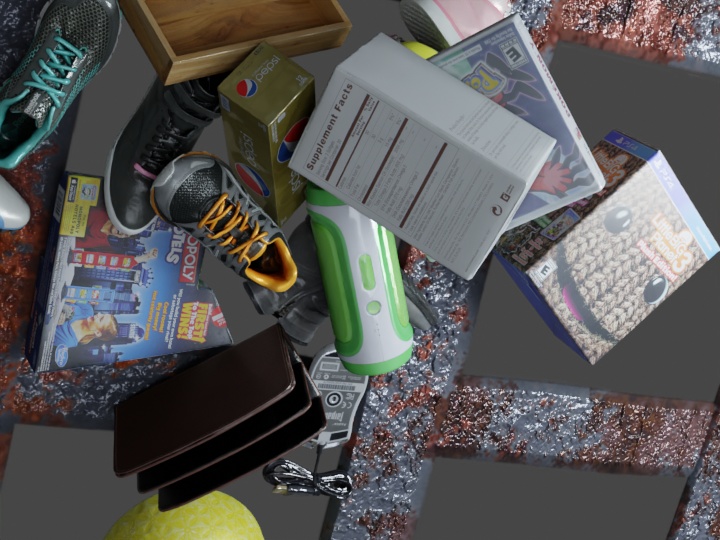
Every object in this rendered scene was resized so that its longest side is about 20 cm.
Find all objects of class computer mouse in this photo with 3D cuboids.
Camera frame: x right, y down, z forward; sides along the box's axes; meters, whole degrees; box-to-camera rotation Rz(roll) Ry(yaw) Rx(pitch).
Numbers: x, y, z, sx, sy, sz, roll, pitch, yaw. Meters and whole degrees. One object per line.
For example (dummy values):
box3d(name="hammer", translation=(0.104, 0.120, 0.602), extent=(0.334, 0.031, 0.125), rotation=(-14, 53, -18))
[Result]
box3d(name="computer mouse", translation=(-0.040, 0.161, 1.484), extent=(0.109, 0.044, 0.202), rotation=(8, 112, -20))

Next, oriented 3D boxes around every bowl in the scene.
box3d(name="bowl", translation=(-0.184, 0.350, 1.457), extent=(0.198, 0.108, 0.202), rotation=(-8, 112, -19))

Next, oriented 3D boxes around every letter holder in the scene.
box3d(name="letter holder", translation=(-0.140, 0.166, 1.361), extent=(0.199, 0.142, 0.101), rotation=(-27, 115, 3))

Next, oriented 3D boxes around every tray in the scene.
box3d(name="tray", translation=(-0.115, -0.237, 1.241), extent=(0.199, 0.099, 0.037), rotation=(-19, 159, -34))

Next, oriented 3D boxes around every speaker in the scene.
box3d(name="speaker", translation=(0.000, 0.000, 1.346), extent=(0.088, 0.088, 0.202), rotation=(-17, 113, -15))

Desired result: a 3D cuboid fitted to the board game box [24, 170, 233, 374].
box3d(name="board game box", translation=(-0.217, 0.008, 1.341), extent=(0.198, 0.062, 0.202), rotation=(7, 104, -27))

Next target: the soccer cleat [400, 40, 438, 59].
box3d(name="soccer cleat", translation=(0.103, -0.144, 1.322), extent=(0.065, 0.084, 0.201), rotation=(-41, 112, -10))

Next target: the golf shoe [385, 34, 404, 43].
box3d(name="golf shoe", translation=(0.058, -0.147, 1.398), extent=(0.091, 0.075, 0.200), rotation=(-37, 111, 4))

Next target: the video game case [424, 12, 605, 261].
box3d(name="video game case", translation=(0.106, -0.121, 1.282), extent=(0.199, 0.023, 0.183), rotation=(-24, 104, 30))

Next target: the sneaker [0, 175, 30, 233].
box3d(name="sneaker", translation=(-0.376, -0.107, 1.225), extent=(0.072, 0.072, 0.200), rotation=(-40, 120, 14))

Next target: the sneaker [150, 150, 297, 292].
box3d(name="sneaker", translation=(-0.122, -0.044, 1.266), extent=(0.078, 0.077, 0.200), rotation=(-48, 142, 2))

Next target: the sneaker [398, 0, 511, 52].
box3d(name="sneaker", translation=(0.130, -0.223, 1.372), extent=(0.105, 0.075, 0.201), rotation=(-43, 111, -23))

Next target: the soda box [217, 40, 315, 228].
box3d(name="soda box", translation=(-0.084, -0.124, 1.274), extent=(0.068, 0.064, 0.200), rotation=(-48, 164, -20))

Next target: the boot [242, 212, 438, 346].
box3d(name="boot", translation=(-0.022, 0.032, 1.438), extent=(0.200, 0.070, 0.132), rotation=(39, 98, -21))

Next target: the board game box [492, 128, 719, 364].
box3d(name="board game box", translation=(0.274, -0.027, 1.511), extent=(0.200, 0.097, 0.160), rotation=(-42, 119, -3))

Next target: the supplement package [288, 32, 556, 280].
box3d(name="supplement package", translation=(0.057, -0.107, 1.228), extent=(0.199, 0.117, 0.118), rotation=(33, 123, 6))

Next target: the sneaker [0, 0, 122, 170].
box3d(name="sneaker", translation=(-0.278, -0.167, 1.203), extent=(0.077, 0.092, 0.200), rotation=(28, 116, -21))

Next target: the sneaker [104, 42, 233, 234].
box3d(name="sneaker", translation=(-0.177, -0.130, 1.249), extent=(0.070, 0.099, 0.202), rotation=(28, 76, -22))
